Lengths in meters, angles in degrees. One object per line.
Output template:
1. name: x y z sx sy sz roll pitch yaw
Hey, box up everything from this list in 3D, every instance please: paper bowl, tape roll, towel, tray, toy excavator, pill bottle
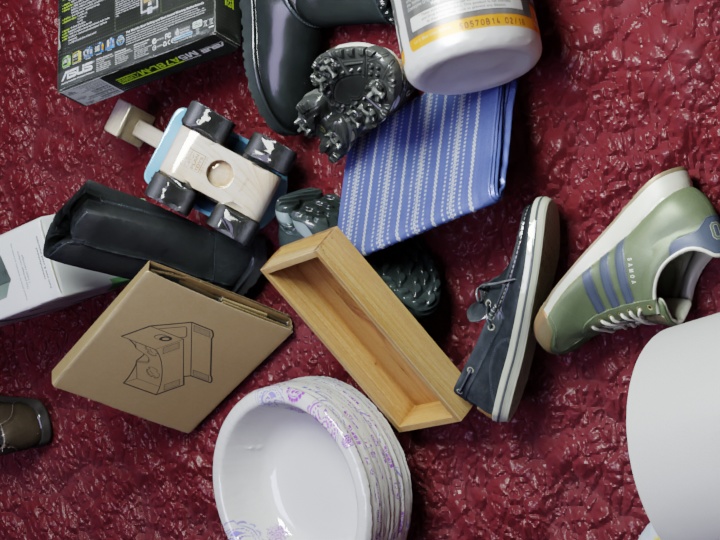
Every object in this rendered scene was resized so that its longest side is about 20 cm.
1. paper bowl: -0.035 0.197 1.738 0.200 0.104 0.203 11 107 40
2. tape roll: 0.307 0.121 1.353 0.139 0.202 0.204 -22 85 42
3. towel: 0.056 -0.091 1.605 0.199 0.024 0.146 -22 50 43
4. tray: 0.009 0.054 1.641 0.200 0.037 0.098 51 149 -14
5. toy excavator: -0.162 -0.105 1.792 0.193 0.200 0.100 27 89 -2
6. pill bottle: 0.075 -0.255 1.525 0.116 0.116 0.202 -22 72 42

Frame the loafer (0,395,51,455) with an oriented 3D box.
1. loafer: -0.434 0.174 2.111 0.199 0.071 0.074 -9 93 42

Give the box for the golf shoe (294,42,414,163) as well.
1. golf shoe: 0.006 -0.164 1.592 0.078 0.094 0.200 51 160 -3

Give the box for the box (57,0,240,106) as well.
1. box: -0.201 -0.274 1.761 0.199 0.047 0.195 -16 64 32

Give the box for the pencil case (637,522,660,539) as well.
1. pencil case: 0.234 0.286 1.530 0.091 0.083 0.201 46 125 27

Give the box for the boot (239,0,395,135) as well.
1. boot: -0.027 -0.227 1.670 0.161 0.073 0.200 -5 97 36

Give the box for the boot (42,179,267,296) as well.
1. boot: -0.212 0.004 1.788 0.165 0.199 0.066 -54 40 29

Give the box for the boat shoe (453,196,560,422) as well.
1. boat shoe: 0.123 0.031 1.576 0.062 0.075 0.202 19 112 16

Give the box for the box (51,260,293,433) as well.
1. box: -0.186 0.079 1.822 0.200 0.163 0.021 -44 35 38

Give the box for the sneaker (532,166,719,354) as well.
1. sneaker: 0.220 0.018 1.496 0.090 0.067 0.201 54 126 26

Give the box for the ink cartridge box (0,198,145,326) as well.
1. ink cartridge box: -0.324 -0.002 1.927 0.199 0.145 0.085 -19 88 43

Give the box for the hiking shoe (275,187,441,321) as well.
1. hiking shoe: 0.000 0.000 1.699 0.200 0.074 0.087 36 135 37
